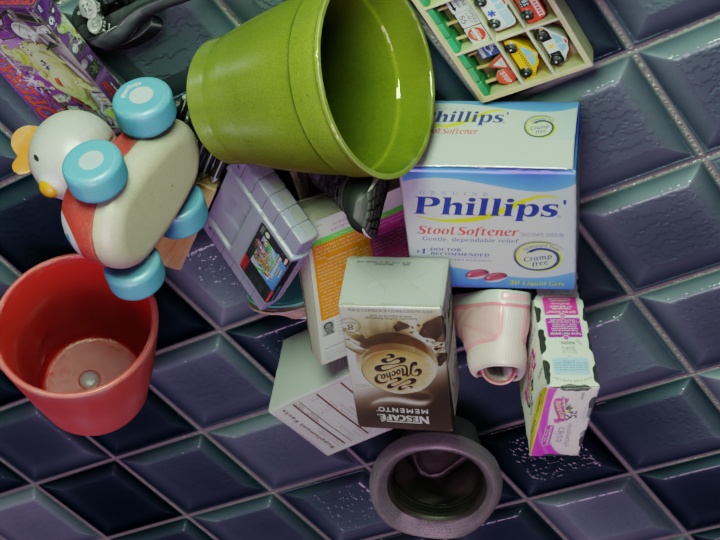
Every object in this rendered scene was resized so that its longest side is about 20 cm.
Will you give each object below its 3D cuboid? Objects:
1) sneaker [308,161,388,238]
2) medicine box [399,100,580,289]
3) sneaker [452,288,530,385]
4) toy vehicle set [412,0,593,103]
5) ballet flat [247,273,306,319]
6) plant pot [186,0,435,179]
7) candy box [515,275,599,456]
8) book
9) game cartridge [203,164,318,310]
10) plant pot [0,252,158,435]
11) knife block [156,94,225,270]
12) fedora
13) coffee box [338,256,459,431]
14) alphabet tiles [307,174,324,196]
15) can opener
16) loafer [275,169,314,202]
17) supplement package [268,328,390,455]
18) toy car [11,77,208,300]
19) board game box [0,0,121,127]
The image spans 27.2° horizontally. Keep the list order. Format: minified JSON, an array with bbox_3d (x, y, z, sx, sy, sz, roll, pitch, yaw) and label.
[{"bbox_3d":[-0.016,-0.088,1.530,0.087,0.200,0.076,11,108,1],"label":"sneaker"},{"bbox_3d":[0.141,-0.079,1.579,0.181,0.103,0.200,1,143,9],"label":"medicine box"},{"bbox_3d":[0.139,0.079,1.708,0.075,0.105,0.200,2,175,-15],"label":"sneaker"},{"bbox_3d":[0.128,-0.256,1.442,0.124,0.027,0.200,-17,133,28],"label":"toy vehicle set"},{"bbox_3d":[-0.039,0.027,1.771,0.199,0.068,0.067,-14,138,26],"label":"ballet flat"},{"bbox_3d":[-0.060,-0.179,1.462,0.192,0.201,0.200,-5,139,35],"label":"plant pot"},{"bbox_3d":[0.216,0.091,1.686,0.061,0.200,0.137,-1,139,-5],"label":"candy box"},{"bbox_3d":[0.000,0.000,1.667,0.133,0.048,0.201,-19,127,-17],"label":"book"},{"bbox_3d":[-0.114,-0.042,1.639,0.038,0.130,0.200,-26,167,-25],"label":"game cartridge"},{"bbox_3d":[-0.341,0.105,1.837,0.200,0.201,0.178,7,150,2],"label":"plant pot"},{"bbox_3d":[-0.183,-0.100,1.653,0.175,0.064,0.200,-11,135,23],"label":"knife block"},{"bbox_3d":[0.102,0.262,1.994,0.176,0.090,0.200,5,133,3],"label":"fedora"},{"bbox_3d":[0.046,0.083,1.639,0.113,0.080,0.200,1,135,10],"label":"coffee box"},{"bbox_3d":[-0.035,-0.100,1.668,0.167,0.008,0.200,10,139,-1],"label":"alphabet tiles"},{"bbox_3d":[-0.208,-0.275,1.468,0.200,0.079,0.064,-24,86,36],"label":"can opener"},{"bbox_3d":[-0.086,-0.078,1.650,0.072,0.063,0.200,4,139,5],"label":"loafer"},{"bbox_3d":[0.001,0.126,1.836,0.200,0.117,0.117,-26,128,35],"label":"supplement package"},{"bbox_3d":[-0.284,-0.098,1.530,0.199,0.177,0.185,16,145,23],"label":"toy car"},{"bbox_3d":[-0.325,-0.216,1.531,0.120,0.032,0.200,9,154,30],"label":"board game box"}]
